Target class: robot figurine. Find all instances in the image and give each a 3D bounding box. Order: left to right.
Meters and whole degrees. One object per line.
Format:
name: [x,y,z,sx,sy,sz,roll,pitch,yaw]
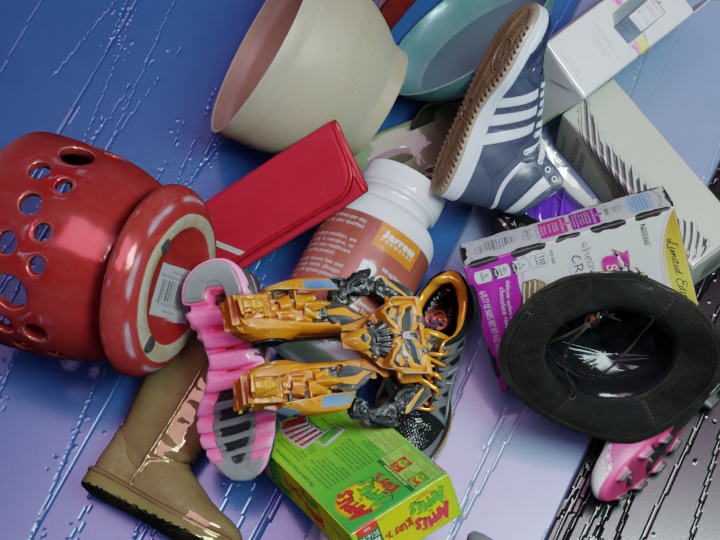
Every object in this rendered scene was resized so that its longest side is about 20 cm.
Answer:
robot figurine: [-0.021,0.068,1.576,0.199,0.058,0.146,-3,74,-26]

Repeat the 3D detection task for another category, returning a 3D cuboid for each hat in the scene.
hat: [0.220,0.058,1.596,0.199,0.202,0.081,2,36,1]

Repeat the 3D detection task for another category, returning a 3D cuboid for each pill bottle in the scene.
pill bottle: [0.000,0.000,1.695,0.112,0.112,0.201,25,72,9]

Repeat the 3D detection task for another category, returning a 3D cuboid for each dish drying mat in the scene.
dish drying mat: [-0.085,-0.061,1.701,0.199,0.018,0.077,-30,78,28]

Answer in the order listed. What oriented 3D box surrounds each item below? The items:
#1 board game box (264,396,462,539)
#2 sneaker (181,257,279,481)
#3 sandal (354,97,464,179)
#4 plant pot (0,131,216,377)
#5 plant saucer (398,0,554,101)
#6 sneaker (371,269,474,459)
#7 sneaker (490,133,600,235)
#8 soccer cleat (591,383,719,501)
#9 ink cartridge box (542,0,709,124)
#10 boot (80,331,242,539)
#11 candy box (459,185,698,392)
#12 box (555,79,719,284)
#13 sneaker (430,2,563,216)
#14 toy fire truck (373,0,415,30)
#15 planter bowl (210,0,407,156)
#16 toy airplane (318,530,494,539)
board game box: [-0.006,0.181,1.593,0.101,0.048,0.200,-30,31,-16]
sneaker: [-0.106,0.088,1.629,0.078,0.095,0.201,-5,90,14]
sandal: [0.081,-0.134,1.774,0.200,0.057,0.080,-27,72,-11]
plant pot: [-0.240,-0.012,1.634,0.181,0.201,0.201,14,69,21]
plant saucer: [0.115,-0.228,1.769,0.200,0.200,0.036,-47,118,-16]
sneaker: [0.058,0.088,1.681,0.078,0.077,0.201,13,72,3]
sneaker: [0.181,-0.043,1.741,0.099,0.070,0.200,-36,70,-5]
soccer cleat: [0.268,0.129,1.678,0.086,0.070,0.200,37,70,27]
ink cartridge box: [0.244,-0.232,1.764,0.200,0.117,0.067,-38,93,-23]
boot: [-0.143,0.148,1.665,0.174,0.066,0.201,28,70,8]
candy box: [0.205,0.018,1.660,0.199,0.061,0.137,-17,112,5]
box: [0.278,-0.082,1.744,0.068,0.082,0.200,-35,72,-12]
sneaker: [0.153,-0.143,1.663,0.108,0.070,0.201,20,111,-17]
toy fire truck: [0.070,-0.338,1.784,0.112,0.200,0.169,23,66,-14]
planter bowl: [-0.039,-0.190,1.738,0.134,0.200,0.201,28,70,-16]
toy airplane: [0.044,0.278,1.573,0.199,0.141,0.200,32,54,0]
